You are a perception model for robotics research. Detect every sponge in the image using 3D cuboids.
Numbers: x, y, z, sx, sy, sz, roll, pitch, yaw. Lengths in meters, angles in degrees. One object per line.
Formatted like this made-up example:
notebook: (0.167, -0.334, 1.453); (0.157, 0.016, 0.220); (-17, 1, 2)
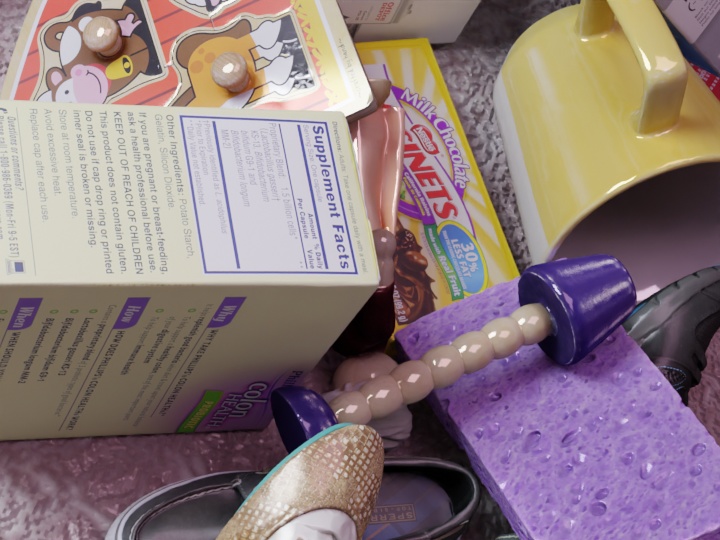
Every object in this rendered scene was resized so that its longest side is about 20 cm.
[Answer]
sponge: (0.110, 0.082, 0.897); (0.111, 0.030, 0.200); (-23, 47, -12)

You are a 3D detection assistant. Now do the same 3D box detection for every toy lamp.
toy lamp: (0.052, 0.045, 0.876); (0.199, 0.058, 0.058); (-23, 72, -18)

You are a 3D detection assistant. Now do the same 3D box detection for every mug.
mug: (0.160, -0.088, 1.013); (0.149, 0.187, 0.154); (4, 51, -34)

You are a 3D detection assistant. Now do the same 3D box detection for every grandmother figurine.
grandmother figurine: (0.000, 0.000, 0.927); (0.060, 0.121, 0.201); (-3, 85, -6)

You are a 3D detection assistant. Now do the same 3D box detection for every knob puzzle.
knob puzzle: (-0.111, -0.125, 0.929); (0.219, 0.030, 0.221); (-5, 70, 15)

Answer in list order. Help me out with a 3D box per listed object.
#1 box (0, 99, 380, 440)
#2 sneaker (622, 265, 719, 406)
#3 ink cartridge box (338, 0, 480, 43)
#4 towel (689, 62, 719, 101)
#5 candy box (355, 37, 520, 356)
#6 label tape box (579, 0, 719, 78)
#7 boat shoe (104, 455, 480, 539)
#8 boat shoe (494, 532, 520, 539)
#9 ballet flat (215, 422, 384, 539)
box: (-0.118, 0.004, 0.832); (0.199, 0.176, 0.097); (0, 62, -23)
sneaker: (0.159, 0.075, 0.983); (0.200, 0.073, 0.082); (-41, 86, -25)
ink cartridge box: (-0.032, -0.220, 1.057); (0.199, 0.083, 0.147); (-4, 63, -25)
towel: (0.273, -0.128, 1.174); (0.200, 0.023, 0.145); (36, 56, 1)
candy box: (0.026, -0.049, 1.018); (0.102, 0.026, 0.201); (-7, 65, -30)
label tape box: (0.152, -0.212, 1.045); (0.066, 0.200, 0.143); (-52, 49, 1)
boat shoe: (-0.031, 0.126, 0.873); (0.199, 0.057, 0.069); (-4, 64, -26)
boat shoe: (0.163, 0.142, 0.901); (0.199, 0.073, 0.062); (-3, 68, 14)
ballet flat: (-0.051, 0.158, 0.795); (0.200, 0.065, 0.071); (-46, 130, -3)
